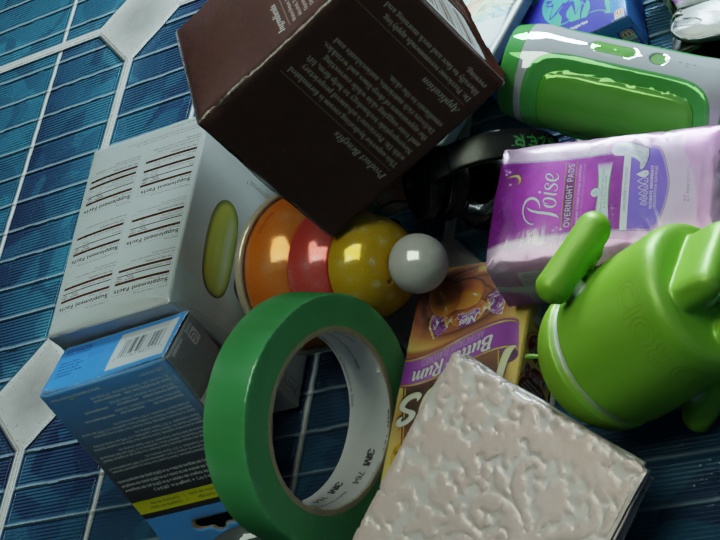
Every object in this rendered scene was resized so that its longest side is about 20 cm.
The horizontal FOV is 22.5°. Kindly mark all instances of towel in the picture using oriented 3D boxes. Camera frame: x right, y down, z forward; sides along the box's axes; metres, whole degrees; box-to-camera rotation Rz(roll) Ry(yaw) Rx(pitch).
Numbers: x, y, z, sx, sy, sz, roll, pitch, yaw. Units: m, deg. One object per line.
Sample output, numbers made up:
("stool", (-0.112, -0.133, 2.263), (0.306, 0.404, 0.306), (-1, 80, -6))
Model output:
("towel", (0.100, 0.185, 1.340), (0.199, 0.032, 0.192), (32, 97, 37))

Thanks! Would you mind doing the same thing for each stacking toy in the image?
("stacking toy", (0.000, 0.000, 1.521), (0.199, 0.146, 0.147), (0, 59, 53))

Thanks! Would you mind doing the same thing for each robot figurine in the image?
("robot figurine", (0.208, 0.043, 1.307), (0.200, 0.175, 0.116), (-38, 19, 45))

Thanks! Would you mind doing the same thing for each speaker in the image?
("speaker", (0.215, -0.143, 1.460), (0.198, 0.089, 0.089), (15, 67, 19))

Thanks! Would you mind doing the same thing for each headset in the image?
("headset", (0.087, -0.058, 1.546), (0.199, 0.123, 0.095), (-26, 66, 44))

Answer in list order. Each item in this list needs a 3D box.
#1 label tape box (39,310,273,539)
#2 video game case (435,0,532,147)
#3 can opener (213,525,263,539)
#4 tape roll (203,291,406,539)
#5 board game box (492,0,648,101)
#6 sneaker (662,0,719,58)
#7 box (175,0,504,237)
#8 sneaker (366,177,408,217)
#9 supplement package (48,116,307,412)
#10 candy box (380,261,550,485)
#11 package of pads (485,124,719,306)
("label tape box", (-0.156, 0.141, 1.548), (0.143, 0.201, 0.064), (-16, 32, 31))
("video game case", (0.041, -0.210, 1.635), (0.181, 0.022, 0.201), (20, 67, 25))
("can opener", (-0.139, 0.259, 1.532), (0.199, 0.066, 0.053), (-35, 43, 23))
("tape roll", (-0.038, 0.119, 1.442), (0.048, 0.200, 0.202), (0, 60, 41))
("board game box", (0.181, -0.262, 1.663), (0.151, 0.045, 0.201), (-23, 46, 27))
("sneaker", (0.272, -0.213, 1.521), (0.199, 0.078, 0.140), (23, 75, 48))
("box", (-0.020, -0.176, 1.483), (0.200, 0.166, 0.165), (-40, 34, 14))
("sneaker", (0.005, -0.113, 1.689), (0.079, 0.071, 0.201), (-28, 37, 23))
("supplement package", (-0.149, 0.007, 1.633), (0.146, 0.191, 0.202), (-15, 51, 33))
("candy box", (0.093, 0.090, 1.461), (0.116, 0.056, 0.202), (-10, 55, 34))
("package of pads", (0.201, -0.042, 1.401), (0.198, 0.076, 0.121), (-5, 57, 25))
